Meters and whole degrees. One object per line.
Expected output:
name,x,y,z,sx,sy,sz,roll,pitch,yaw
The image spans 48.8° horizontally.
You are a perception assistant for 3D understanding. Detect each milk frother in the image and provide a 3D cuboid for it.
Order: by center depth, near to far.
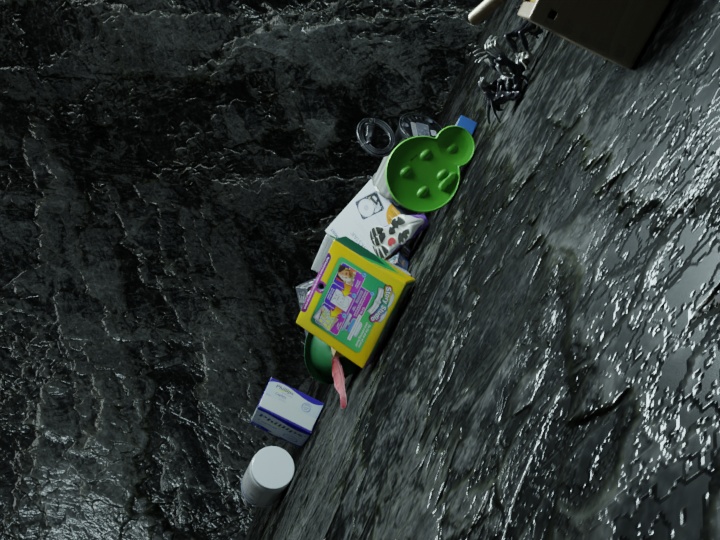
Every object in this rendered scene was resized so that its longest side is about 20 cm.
milk frother,0.068,-0.261,1.855,0.181,0.199,0.188,-72,7,-46

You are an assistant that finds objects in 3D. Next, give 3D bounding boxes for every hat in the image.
hat,-0.020,0.202,1.842,0.176,0.165,0.201,4,91,54

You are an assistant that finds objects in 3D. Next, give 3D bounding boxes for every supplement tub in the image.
supplement tub,-0.276,0.613,2.351,0.132,0.132,0.200,-66,3,-36

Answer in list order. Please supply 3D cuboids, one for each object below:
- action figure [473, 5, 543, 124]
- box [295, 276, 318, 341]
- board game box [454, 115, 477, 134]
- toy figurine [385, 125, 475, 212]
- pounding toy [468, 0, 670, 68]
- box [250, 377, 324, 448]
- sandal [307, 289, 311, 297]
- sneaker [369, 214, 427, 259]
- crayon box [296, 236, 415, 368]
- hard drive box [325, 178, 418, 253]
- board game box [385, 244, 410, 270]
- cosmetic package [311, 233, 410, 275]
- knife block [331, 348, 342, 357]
action figure,0.236,-0.345,1.298,0.200,0.102,0.119,-63,14,-3
box,-0.070,0.109,1.953,0.161,0.049,0.201,-27,-68,-44
board game box,0.194,-0.242,1.822,0.200,0.045,0.152,124,171,-70
toy figurine,0.133,-0.206,1.642,0.200,0.150,0.184,-43,4,-3
pounding toy,0.207,-0.288,0.748,0.200,0.142,0.185,-71,8,-70
box,-0.229,0.441,2.442,0.105,0.183,0.200,-64,1,-30
sandal,-0.022,0.084,1.658,0.079,0.206,0.059,57,-136,-51
sneaker,0.092,-0.081,1.873,0.200,0.083,0.081,-22,83,57
crayon box,-0.012,0.062,1.575,0.200,0.172,0.058,-64,-17,20
hard drive box,0.033,-0.112,2.001,0.200,0.156,0.077,-47,-14,31
board game box,0.056,0.006,1.891,0.135,0.035,0.200,-42,8,16
cosmetic package,0.000,0.000,1.711,0.108,0.199,0.085,-118,52,-84
knife block,-0.021,0.106,1.786,0.176,0.064,0.200,113,150,-44
